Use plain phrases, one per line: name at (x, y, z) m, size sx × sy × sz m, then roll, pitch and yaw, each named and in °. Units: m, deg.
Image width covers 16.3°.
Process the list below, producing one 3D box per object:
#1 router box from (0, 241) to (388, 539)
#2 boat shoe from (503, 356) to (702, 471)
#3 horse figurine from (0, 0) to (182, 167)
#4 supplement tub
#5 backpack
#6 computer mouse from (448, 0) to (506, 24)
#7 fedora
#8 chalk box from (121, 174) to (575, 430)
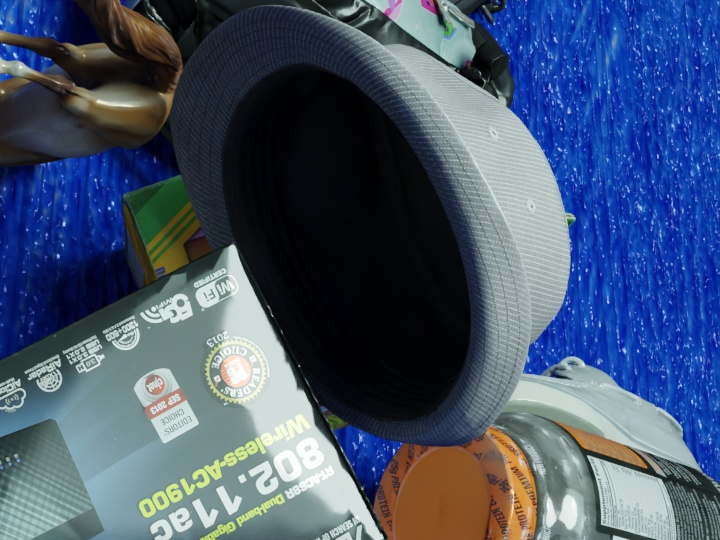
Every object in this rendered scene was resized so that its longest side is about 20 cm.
router box at (-0.106, 0.099, 1.045) m, size 0.199 × 0.062 × 0.150 m, roll -28°, pitch 90°, yaw -21°
boat shoe at (0.123, 0.091, 1.424) m, size 0.200 × 0.070 × 0.072 m, roll 28°, pitch 37°, yaw -44°
horse figurine at (-0.139, -0.078, 1.112) m, size 0.132 × 0.200 × 0.050 m, roll 11°, pitch 72°, yaw -37°
supplement tub at (0.107, 0.144, 1.311) m, size 0.200 × 0.122 × 0.123 m, roll 20°, pitch 52°, yaw -42°
backpack at (-0.041, -0.111, 1.287) m, size 0.200 × 0.167 × 0.127 m, roll 34°, pitch 20°, yaw -31°
computer mouse at (0.046, -0.214, 1.486) m, size 0.141 × 0.046 × 0.200 m, roll 60°, pitch 13°, yaw 0°
fedora at (0.018, -0.028, 1.067) m, size 0.090 × 0.177 × 0.200 m, roll -26°, pitch 76°, yaw -39°
chalk box at (0.000, 0.000, 1.188) m, size 0.199 × 0.125 × 0.124 m, roll -20°, pitch 80°, yaw -10°
